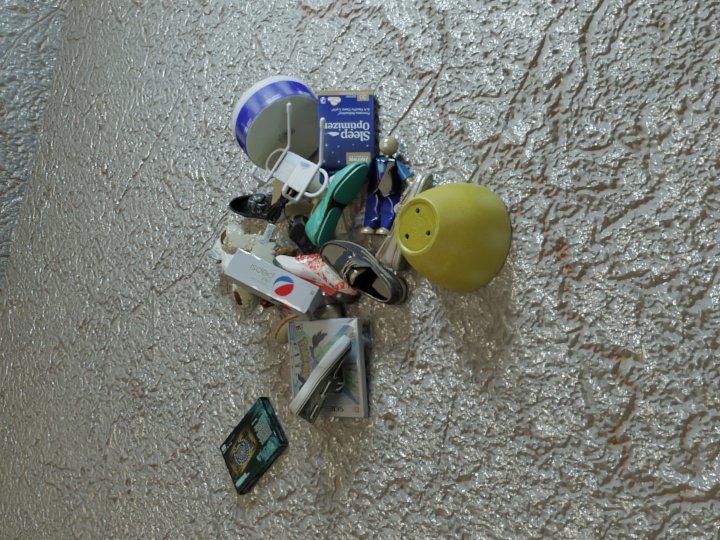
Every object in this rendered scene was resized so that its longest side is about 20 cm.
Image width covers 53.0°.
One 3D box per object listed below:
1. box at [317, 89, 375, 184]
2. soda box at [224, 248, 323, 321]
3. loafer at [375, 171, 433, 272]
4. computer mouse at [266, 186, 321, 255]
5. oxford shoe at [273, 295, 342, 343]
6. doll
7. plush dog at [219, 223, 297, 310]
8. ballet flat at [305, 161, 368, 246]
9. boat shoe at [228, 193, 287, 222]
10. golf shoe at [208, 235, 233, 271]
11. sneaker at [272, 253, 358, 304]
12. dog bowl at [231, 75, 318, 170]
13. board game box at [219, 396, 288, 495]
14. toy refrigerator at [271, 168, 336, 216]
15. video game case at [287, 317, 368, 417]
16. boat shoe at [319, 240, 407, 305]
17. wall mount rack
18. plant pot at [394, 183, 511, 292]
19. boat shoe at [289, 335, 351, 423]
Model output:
[{"bbox_3d":[-0.030,-0.281,1.521,0.032,0.120,0.201,97,171,-81],"label":"box"},{"bbox_3d":[-0.179,0.030,1.504,0.199,0.068,0.064,25,75,13],"label":"soda box"},{"bbox_3d":[0.081,-0.099,1.394,0.063,0.072,0.201,23,104,22],"label":"loafer"},{"bbox_3d":[-0.106,-0.101,1.567,0.200,0.046,0.141,43,131,8],"label":"computer mouse"},{"bbox_3d":[-0.117,0.125,1.573,0.200,0.071,0.074,-35,65,38],"label":"oxford shoe"},{"bbox_3d":[0.052,-0.171,1.459,0.136,0.048,0.201,6,88,36],"label":"doll"},{"bbox_3d":[-0.224,-0.009,1.653,0.172,0.160,0.201,112,142,-76],"label":"plush dog"},{"bbox_3d":[-0.059,-0.147,1.482,0.070,0.067,0.201,37,104,34],"label":"ballet flat"},{"bbox_3d":[-0.249,-0.158,1.754,0.199,0.066,0.070,10,91,46],"label":"boat shoe"},{"bbox_3d":[-0.306,-0.040,1.791,0.200,0.078,0.098,33,101,42],"label":"golf shoe"},{"bbox_3d":[-0.082,-0.018,1.523,0.201,0.067,0.108,26,101,17],"label":"sneaker"},{"bbox_3d":[-0.178,-0.323,1.601,0.200,0.199,0.079,-54,52,25],"label":"dog bowl"},{"bbox_3d":[-0.253,0.412,1.693,0.200,0.028,0.136,-51,52,27],"label":"board game box"},{"bbox_3d":[-0.108,-0.177,1.613,0.199,0.070,0.076,-8,72,44],"label":"toy refrigerator"},{"bbox_3d":[-0.071,0.201,1.498,0.181,0.022,0.201,-5,89,33],"label":"video game case"},{"bbox_3d":[0.000,0.000,1.421,0.199,0.073,0.075,30,102,18],"label":"boat shoe"},{"bbox_3d":[-0.137,-0.241,1.496,0.200,0.074,0.174,32,91,39],"label":"wall mount rack"},{"bbox_3d":[0.144,-0.068,1.282,0.199,0.142,0.201,-10,76,44],"label":"plant pot"},{"bbox_3d":[-0.064,0.220,1.451,0.071,0.072,0.200,35,110,2],"label":"boat shoe"}]
